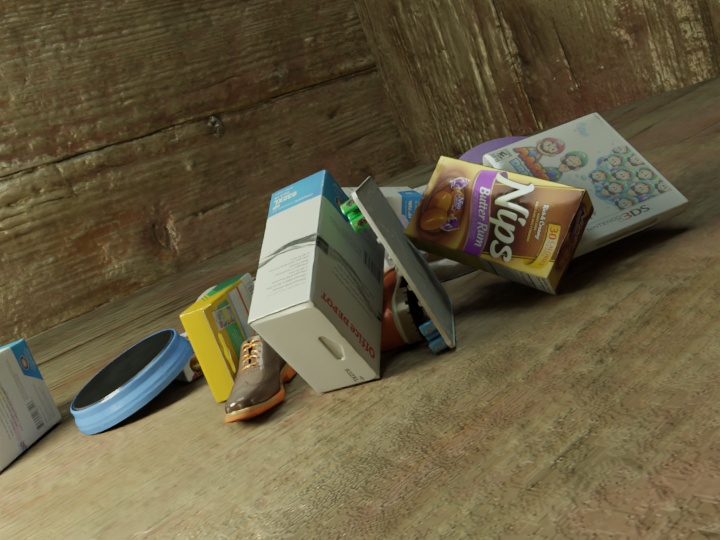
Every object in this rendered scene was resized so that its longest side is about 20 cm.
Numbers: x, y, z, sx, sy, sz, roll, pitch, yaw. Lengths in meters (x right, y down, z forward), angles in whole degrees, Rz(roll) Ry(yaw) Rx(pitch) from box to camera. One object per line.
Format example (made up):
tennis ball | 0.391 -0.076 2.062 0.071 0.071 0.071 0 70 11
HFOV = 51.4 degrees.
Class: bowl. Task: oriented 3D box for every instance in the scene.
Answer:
bowl | -0.341 0.159 1.110 0.200 0.040 0.201 -30 18 11

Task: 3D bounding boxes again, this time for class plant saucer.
plant saucer | 0.154 -0.026 1.233 0.199 0.032 0.200 -21 9 3

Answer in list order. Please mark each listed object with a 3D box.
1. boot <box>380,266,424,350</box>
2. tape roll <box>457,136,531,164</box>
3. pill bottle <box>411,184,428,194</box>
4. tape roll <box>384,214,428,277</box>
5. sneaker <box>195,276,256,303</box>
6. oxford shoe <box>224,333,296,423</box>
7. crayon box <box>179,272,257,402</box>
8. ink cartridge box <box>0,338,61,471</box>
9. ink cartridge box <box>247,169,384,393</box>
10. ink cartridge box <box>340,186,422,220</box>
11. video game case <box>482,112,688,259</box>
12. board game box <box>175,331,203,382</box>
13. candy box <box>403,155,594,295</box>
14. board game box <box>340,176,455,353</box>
boot | 0.025 0.052 0.964 0.106 0.076 0.200 -24 10 12
tape roll | 0.215 -0.092 1.013 0.198 0.066 0.201 -4 51 5
pill bottle | 0.182 -0.124 1.461 0.199 0.114 0.113 -11 14 44
tape roll | 0.000 0.000 1.106 0.201 0.071 0.203 -29 -9 -5
sneaker | -0.256 0.053 1.550 0.084 0.073 0.199 -16 9 42
oxford shoe | -0.129 0.121 0.895 0.071 0.073 0.200 -19 10 8
crayon box | -0.175 0.090 1.008 0.051 0.127 0.200 -19 10 11
ink cartridge box | -0.580 0.218 1.111 0.143 0.148 0.200 -20 9 9
ink cartridge box | -0.042 0.012 0.847 0.083 0.145 0.201 -19 43 23
ink cartridge box | 0.003 -0.110 1.347 0.198 0.068 0.116 -2 14 -11
video game case | 0.284 -0.114 0.964 0.181 0.024 0.201 -22 51 -10
board game box | -0.247 0.119 1.257 0.199 0.041 0.199 -27 11 -33
candy box | 0.165 -0.059 0.906 0.199 0.056 0.117 19 78 33
board game box | 0.049 -0.014 0.895 0.026 0.201 0.200 -32 7 12
